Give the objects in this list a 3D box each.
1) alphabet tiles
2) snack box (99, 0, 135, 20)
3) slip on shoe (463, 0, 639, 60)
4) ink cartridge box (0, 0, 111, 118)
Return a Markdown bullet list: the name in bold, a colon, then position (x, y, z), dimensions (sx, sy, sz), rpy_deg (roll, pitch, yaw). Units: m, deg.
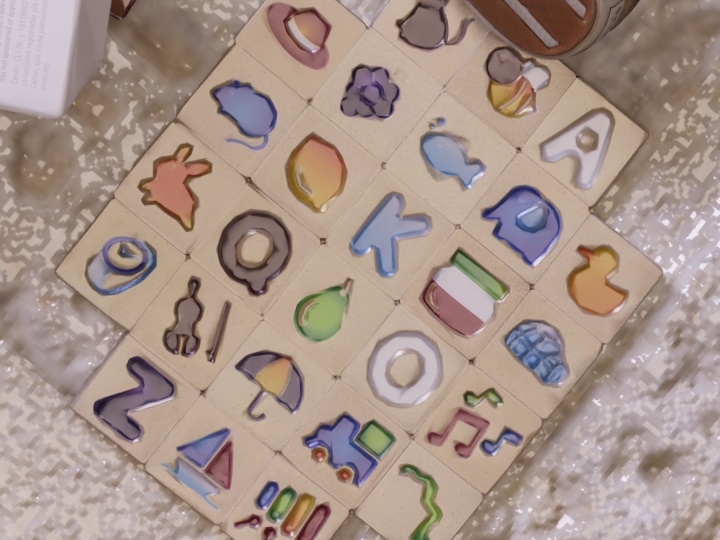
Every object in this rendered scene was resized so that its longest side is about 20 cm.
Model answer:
- **alphabet tiles**: position (0.000, 0.000, 0.908), dimensions (0.166, 0.006, 0.200), rpy_deg (38, 92, -5)
- **snack box**: position (-0.143, -0.168, 0.876), dimensions (0.200, 0.024, 0.072), rpy_deg (33, 95, -5)
- **slip on shoe**: position (0.024, -0.161, 0.872), dimensions (0.200, 0.076, 0.061), rpy_deg (47, 51, 2)
- **ink cartridge box**: position (-0.176, -0.129, 0.837), dimensions (0.199, 0.068, 0.117), rpy_deg (12, 111, 1)
